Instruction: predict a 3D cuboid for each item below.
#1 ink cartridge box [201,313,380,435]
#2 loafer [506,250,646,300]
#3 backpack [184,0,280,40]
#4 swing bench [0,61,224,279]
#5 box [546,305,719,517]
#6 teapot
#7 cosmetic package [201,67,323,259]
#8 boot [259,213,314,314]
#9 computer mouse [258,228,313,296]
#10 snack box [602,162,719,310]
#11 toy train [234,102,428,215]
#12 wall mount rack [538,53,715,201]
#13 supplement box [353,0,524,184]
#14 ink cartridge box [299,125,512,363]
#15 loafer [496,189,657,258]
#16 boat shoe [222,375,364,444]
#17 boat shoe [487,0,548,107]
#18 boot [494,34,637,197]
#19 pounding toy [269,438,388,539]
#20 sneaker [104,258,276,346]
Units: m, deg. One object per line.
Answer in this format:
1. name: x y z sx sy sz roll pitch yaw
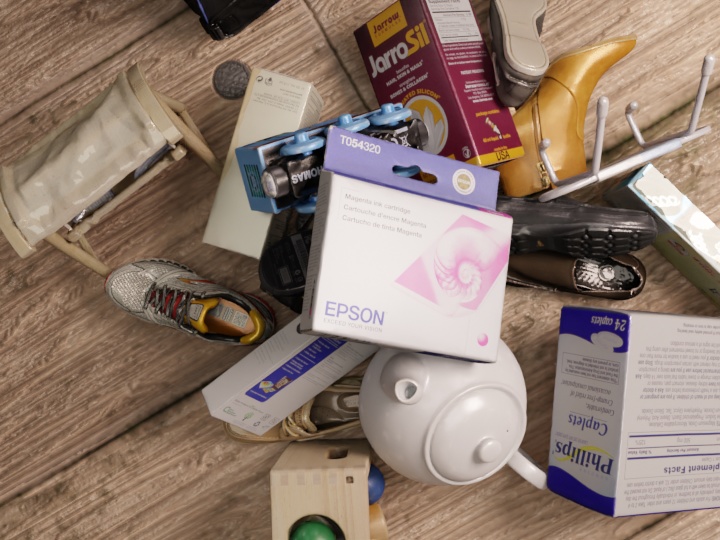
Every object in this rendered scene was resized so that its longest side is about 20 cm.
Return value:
1. ink cartridge box: -0.062 0.098 0.899 0.200 0.099 0.039 -35 55 9
2. loafer: 0.228 -0.011 0.949 0.199 0.071 0.073 8 90 4
3. backpack: -0.129 -0.388 0.922 0.200 0.183 0.147 -34 67 -6
4. swing bench: -0.270 -0.108 0.911 0.199 0.200 0.130 -36 78 3
5. box: 0.302 0.143 0.888 0.183 0.105 0.201 5 89 -29
6. teapot: 0.105 0.155 0.890 0.199 0.146 0.198 -12 117 -22
7. cosmetic package: -0.107 -0.115 0.957 0.073 0.104 0.201 17 90 6
8. boot: -0.001 -0.010 0.964 0.151 0.073 0.200 42 91 2
9. computer mouse: 0.000 0.000 0.890 0.199 0.046 0.141 -27 58 -2
10. snack box: 0.359 -0.030 0.918 0.200 0.116 0.037 44 91 2
11. toy train: -0.026 -0.118 0.869 0.200 0.114 0.087 -24 111 -29
12. wall mount rack: 0.268 -0.140 0.848 0.199 0.174 0.075 -24 91 -10
13. supplement box: 0.085 -0.196 0.929 0.110 0.085 0.201 -21 88 47
14. ink cartridge box: 0.050 -0.024 0.799 0.196 0.043 0.201 11 81 -23
15. loafer: 0.214 -0.055 0.907 0.200 0.068 0.071 1 61 16
16. boat shoe: -0.067 0.159 0.971 0.199 0.065 0.072 -13 89 4
17. boat shoe: 0.168 -0.259 0.930 0.067 0.057 0.200 14 48 -9
18. boot: 0.237 -0.169 0.958 0.201 0.071 0.144 -22 94 7
19. pounding toy: -0.016 0.290 0.900 0.142 0.200 0.185 -3 90 3
20. sneaker: -0.193 0.035 0.963 0.199 0.082 0.078 14 90 -3
